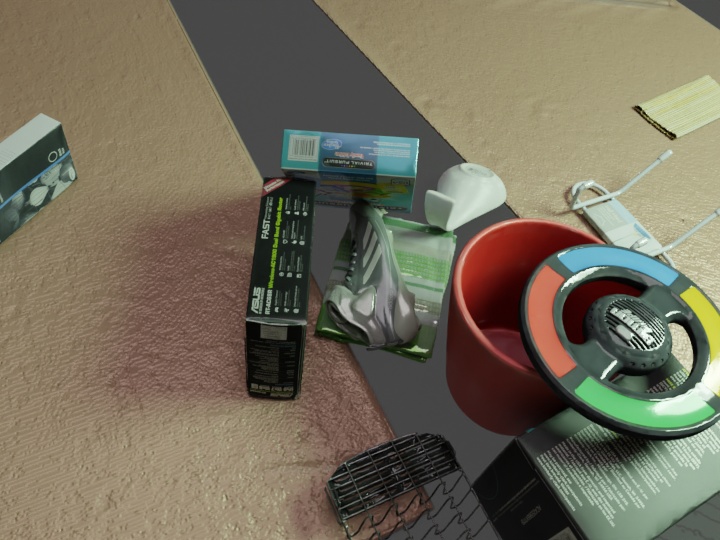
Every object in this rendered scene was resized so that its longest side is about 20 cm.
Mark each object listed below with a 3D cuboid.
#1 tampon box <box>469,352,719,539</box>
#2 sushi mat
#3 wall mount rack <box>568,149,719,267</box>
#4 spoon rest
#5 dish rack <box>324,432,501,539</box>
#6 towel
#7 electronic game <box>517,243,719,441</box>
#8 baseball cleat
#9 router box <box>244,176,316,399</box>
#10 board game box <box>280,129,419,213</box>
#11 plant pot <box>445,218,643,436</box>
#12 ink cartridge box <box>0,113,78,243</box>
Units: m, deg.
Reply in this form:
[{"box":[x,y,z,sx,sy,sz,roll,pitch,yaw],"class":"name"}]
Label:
[{"box":[0.236,0.197,0.630,0.199,0.150,0.127,-21,61,-22],"class":"tampon box"},{"box":[0.575,-0.287,1.145,0.199,0.012,0.096,-25,60,-24],"class":"sushi mat"},{"box":[0.400,-0.085,0.923,0.172,0.075,0.201,-19,58,-21],"class":"wall mount rack"},{"box":[0.137,-0.101,0.900,0.099,0.061,0.200,25,29,19],"class":"spoon rest"},{"box":[0.058,0.259,0.625,0.152,0.055,0.201,-16,54,-20],"class":"dish rack"},{"box":[0.035,0.015,0.833,0.148,0.031,0.201,13,54,6],"class":"towel"},{"box":[0.239,0.056,0.588,0.198,0.042,0.201,4,52,-5],"class":"electronic game"},{"box":[0.000,0.000,0.779,0.105,0.070,0.201,-13,55,-14],"class":"baseball cleat"},{"box":[-0.087,0.018,0.730,0.061,0.150,0.201,4,51,-4],"class":"router box"},{"box":[-0.007,-0.116,0.811,0.149,0.200,0.047,5,84,4],"class":"board game box"},{"box":[0.178,0.075,0.704,0.198,0.178,0.202,4,51,-4],"class":"plant pot"},{"box":[-0.438,-0.096,0.806,0.039,0.100,0.201,26,54,11],"class":"ink cartridge box"}]
